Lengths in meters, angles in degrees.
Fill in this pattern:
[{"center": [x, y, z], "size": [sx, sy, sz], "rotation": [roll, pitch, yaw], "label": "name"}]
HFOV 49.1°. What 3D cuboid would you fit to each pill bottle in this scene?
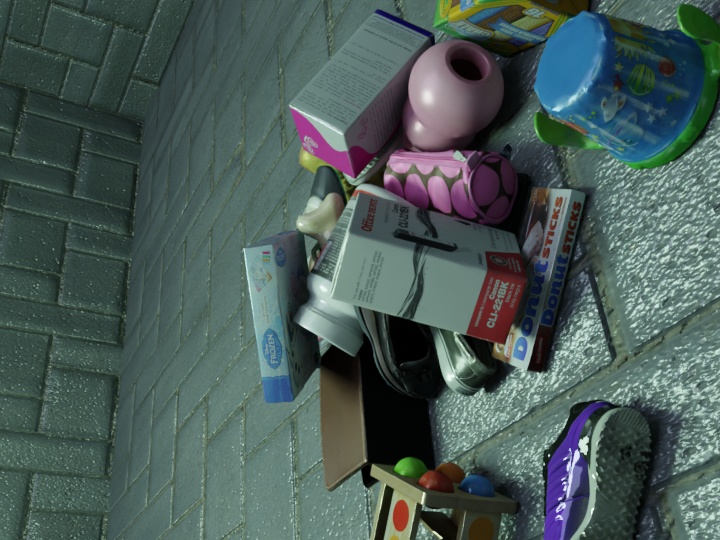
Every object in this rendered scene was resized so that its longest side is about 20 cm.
[{"center": [0.000, 0.000, 1.022], "size": [0.201, 0.115, 0.116], "rotation": [-61, 26, -5], "label": "pill bottle"}]

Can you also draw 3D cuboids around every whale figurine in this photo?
[{"center": [-0.007, -0.011, 1.132], "size": [0.159, 0.201, 0.104], "rotation": [-39, 1, -4], "label": "whale figurine"}]

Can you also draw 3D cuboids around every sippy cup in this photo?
[{"center": [0.245, -0.180, 0.755], "size": [0.179, 0.129, 0.140], "rotation": [-63, 30, 26], "label": "sippy cup"}]

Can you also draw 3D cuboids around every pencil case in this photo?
[{"center": [0.106, -0.114, 0.990], "size": [0.199, 0.093, 0.091], "rotation": [11, 70, 57], "label": "pencil case"}]

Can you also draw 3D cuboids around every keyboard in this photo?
[{"center": [0.143, -0.070, 1.032], "size": [0.200, 0.020, 0.128], "rotation": [18, 95, 65], "label": "keyboard"}]

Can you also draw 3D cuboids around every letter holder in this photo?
[{"center": [0.013, 0.194, 1.086], "size": [0.142, 0.100, 0.202], "rotation": [-48, 38, 48], "label": "letter holder"}]

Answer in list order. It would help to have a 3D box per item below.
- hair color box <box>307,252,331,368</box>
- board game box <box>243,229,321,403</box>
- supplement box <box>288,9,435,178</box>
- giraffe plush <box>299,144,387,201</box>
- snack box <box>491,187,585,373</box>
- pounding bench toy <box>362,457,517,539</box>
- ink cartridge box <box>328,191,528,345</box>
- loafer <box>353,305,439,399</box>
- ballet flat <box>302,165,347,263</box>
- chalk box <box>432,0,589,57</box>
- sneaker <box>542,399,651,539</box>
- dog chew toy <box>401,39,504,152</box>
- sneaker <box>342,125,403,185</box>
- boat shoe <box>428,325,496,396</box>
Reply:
[{"center": [-0.044, 0.053, 1.305], "size": [0.100, 0.060, 0.202], "rotation": [-41, 43, 49], "label": "hair color box"}, {"center": [-0.102, 0.053, 1.076], "size": [0.200, 0.043, 0.201], "rotation": [-48, -48, -79], "label": "board game box"}, {"center": [0.009, -0.243, 1.083], "size": [0.200, 0.103, 0.101], "rotation": [-51, -24, -19], "label": "supplement box"}, {"center": [-0.016, -0.116, 1.260], "size": [0.199, 0.172, 0.163], "rotation": [37, 128, 25], "label": "giraffe plush"}, {"center": [0.198, 0.008, 0.881], "size": [0.072, 0.024, 0.202], "rotation": [17, 93, 65], "label": "snack box"}, {"center": [0.064, 0.295, 0.909], "size": [0.200, 0.123, 0.158], "rotation": [3, 81, 64], "label": "pounding bench toy"}, {"center": [0.074, -0.007, 0.886], "size": [0.145, 0.198, 0.084], "rotation": [-79, 3, -67], "label": "ink cartridge box"}, {"center": [0.054, 0.095, 0.977], "size": [0.072, 0.201, 0.063], "rotation": [-43, 35, -20], "label": "loafer"}, {"center": [-0.048, -0.054, 1.175], "size": [0.073, 0.072, 0.202], "rotation": [-133, 28, -59], "label": "ballet flat"}, {"center": [0.175, -0.353, 0.977], "size": [0.200, 0.123, 0.126], "rotation": [-3, 75, 63], "label": "chalk box"}, {"center": [0.204, 0.216, 0.739], "size": [0.099, 0.069, 0.202], "rotation": [-163, 90, -70], "label": "sneaker"}, {"center": [0.110, -0.211, 1.054], "size": [0.200, 0.123, 0.126], "rotation": [119, 153, -60], "label": "dog chew toy"}, {"center": [0.046, -0.196, 1.161], "size": [0.074, 0.087, 0.201], "rotation": [27, 68, 29], "label": "sneaker"}, {"center": [0.120, 0.054, 0.974], "size": [0.064, 0.070, 0.201], "rotation": [-53, 42, 39], "label": "boat shoe"}]
